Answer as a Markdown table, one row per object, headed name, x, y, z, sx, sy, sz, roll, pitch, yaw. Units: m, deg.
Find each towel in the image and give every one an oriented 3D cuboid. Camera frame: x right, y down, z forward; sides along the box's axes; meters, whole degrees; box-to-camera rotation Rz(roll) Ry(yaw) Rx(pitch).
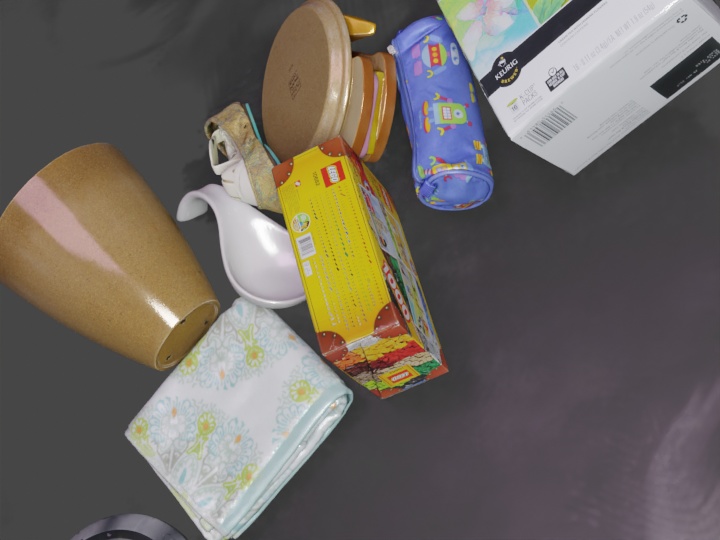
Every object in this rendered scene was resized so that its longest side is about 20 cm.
| name | x | y | z | sx | sy | sz | roll | pitch | yaw |
| --- | --- | --- | --- | --- | --- | --- | --- | --- | --- |
| towel | -0.124 | 0.143 | 1.145 | 0.200 | 0.048 | 0.171 | -48 | 61 | -1 |

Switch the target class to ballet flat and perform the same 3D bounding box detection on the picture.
| name | x | y | z | sx | sy | sz | roll | pitch | yaw |
| --- | --- | --- | --- | --- | --- | --- | --- | --- | --- |
| ballet flat | -0.120 | -0.109 | 1.204 | 0.070 | 0.071 | 0.201 | -37 | 40 | 6 |

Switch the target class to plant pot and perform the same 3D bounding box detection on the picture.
| name | x | y | z | sx | sy | sz | roll | pitch | yaw |
| --- | --- | --- | --- | --- | --- | --- | --- | --- | --- |
| plant pot | -0.246 | 0.004 | 1.191 | 0.200 | 0.186 | 0.187 | 41 | 89 | 16 |

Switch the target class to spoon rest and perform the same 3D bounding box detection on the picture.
| name | x | y | z | sx | sy | sz | roll | pitch | yaw |
| --- | --- | --- | --- | --- | --- | --- | --- | --- | --- |
| spoon rest | -0.120 | -0.029 | 1.194 | 0.099 | 0.061 | 0.200 | -27 | 51 | -33 |

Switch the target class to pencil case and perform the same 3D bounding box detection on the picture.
| name | x | y | z | sx | sy | sz | roll | pitch | yaw |
| --- | --- | --- | --- | --- | --- | --- | --- | --- | --- |
| pencil case | 0.078 | -0.159 | 1.155 | 0.086 | 0.078 | 0.202 | -1 | 65 | -16 |

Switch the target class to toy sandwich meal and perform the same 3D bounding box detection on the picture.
| name | x | y | z | sx | sy | sz | roll | pitch | yaw |
| --- | --- | --- | --- | --- | --- | --- | --- | --- | --- |
| toy sandwich meal | -0.036 | -0.188 | 1.205 | 0.205 | 0.070 | 0.208 | -13 | 74 | 59 |

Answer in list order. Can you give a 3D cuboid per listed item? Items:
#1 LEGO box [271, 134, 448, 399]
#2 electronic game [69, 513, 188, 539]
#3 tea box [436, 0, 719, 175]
| name | x | y | z | sx | sy | sz | roll | pitch | yaw |
| --- | --- | --- | --- | --- | --- | --- | --- | --- | --- |
| LEGO box | 0.000 | 0.000 | 1.089 | 0.077 | 0.149 | 0.202 | -23 | 63 | 13 |
| electronic game | -0.233 | 0.337 | 1.120 | 0.198 | 0.042 | 0.202 | -8 | 67 | 19 |
| tea box | 0.204 | -0.237 | 1.076 | 0.200 | 0.133 | 0.198 | -39 | 57 | 25 |
